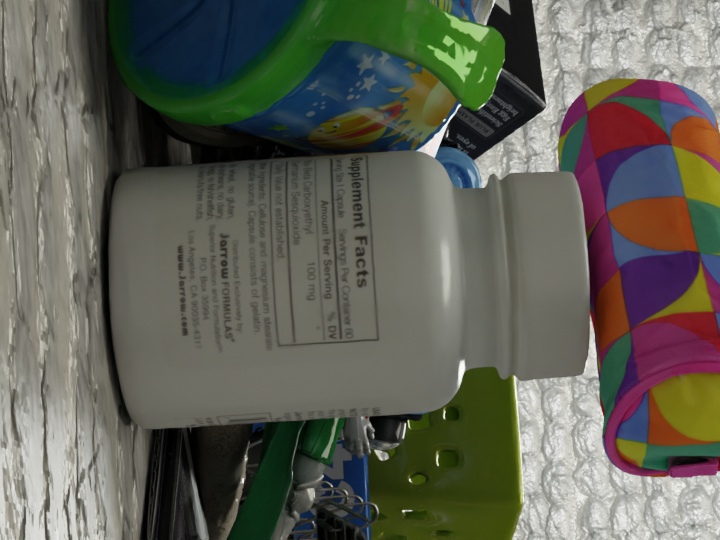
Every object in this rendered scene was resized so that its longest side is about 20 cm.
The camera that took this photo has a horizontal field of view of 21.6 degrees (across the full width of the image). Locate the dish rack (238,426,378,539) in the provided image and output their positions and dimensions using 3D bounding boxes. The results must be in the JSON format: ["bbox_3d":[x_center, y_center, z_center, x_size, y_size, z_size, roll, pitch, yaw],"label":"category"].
[{"bbox_3d":[-0.026,0.177,1.021,0.200,0.054,0.155,16,-68,60],"label":"dish rack"}]

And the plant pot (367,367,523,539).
[{"bbox_3d":[0.009,0.114,1.338,0.199,0.180,0.201,99,-12,-60],"label":"plant pot"}]

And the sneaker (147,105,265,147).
[{"bbox_3d":[-0.067,-0.099,1.011,0.200,0.106,0.075,-32,99,-52],"label":"sneaker"}]

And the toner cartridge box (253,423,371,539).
[{"bbox_3d":[-0.041,0.138,1.191,0.043,0.094,0.202,82,4,-64],"label":"toner cartridge box"}]

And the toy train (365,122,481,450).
[{"bbox_3d":[0.000,0.000,1.082,0.087,0.113,0.202,-173,-89,-71],"label":"toy train"}]

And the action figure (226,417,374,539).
[{"bbox_3d":[-0.022,0.070,0.917,0.118,0.054,0.202,174,-65,-83],"label":"action figure"}]

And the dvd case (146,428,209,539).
[{"bbox_3d":[-0.084,0.183,0.873,0.201,0.016,0.150,-91,176,-54],"label":"dvd case"}]

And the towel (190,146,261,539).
[{"bbox_3d":[-0.069,0.035,1.008,0.133,0.034,0.201,101,-8,-48],"label":"towel"}]

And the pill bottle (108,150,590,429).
[{"bbox_3d":[-0.004,0.007,0.822,0.114,0.198,0.115,-3,90,-89],"label":"pill bottle"}]

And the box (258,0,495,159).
[{"bbox_3d":[0.009,-0.093,0.980,0.201,0.037,0.137,-69,159,-11],"label":"box"}]

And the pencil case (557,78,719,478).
[{"bbox_3d":[0.135,0.001,0.837,0.201,0.088,0.089,-90,177,-47],"label":"pencil case"}]

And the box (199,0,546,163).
[{"bbox_3d":[0.003,-0.146,1.205,0.117,0.199,0.198,33,38,-33],"label":"box"}]

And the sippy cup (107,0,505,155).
[{"bbox_3d":[-0.019,-0.110,0.831,0.130,0.139,0.179,25,33,-46],"label":"sippy cup"}]
